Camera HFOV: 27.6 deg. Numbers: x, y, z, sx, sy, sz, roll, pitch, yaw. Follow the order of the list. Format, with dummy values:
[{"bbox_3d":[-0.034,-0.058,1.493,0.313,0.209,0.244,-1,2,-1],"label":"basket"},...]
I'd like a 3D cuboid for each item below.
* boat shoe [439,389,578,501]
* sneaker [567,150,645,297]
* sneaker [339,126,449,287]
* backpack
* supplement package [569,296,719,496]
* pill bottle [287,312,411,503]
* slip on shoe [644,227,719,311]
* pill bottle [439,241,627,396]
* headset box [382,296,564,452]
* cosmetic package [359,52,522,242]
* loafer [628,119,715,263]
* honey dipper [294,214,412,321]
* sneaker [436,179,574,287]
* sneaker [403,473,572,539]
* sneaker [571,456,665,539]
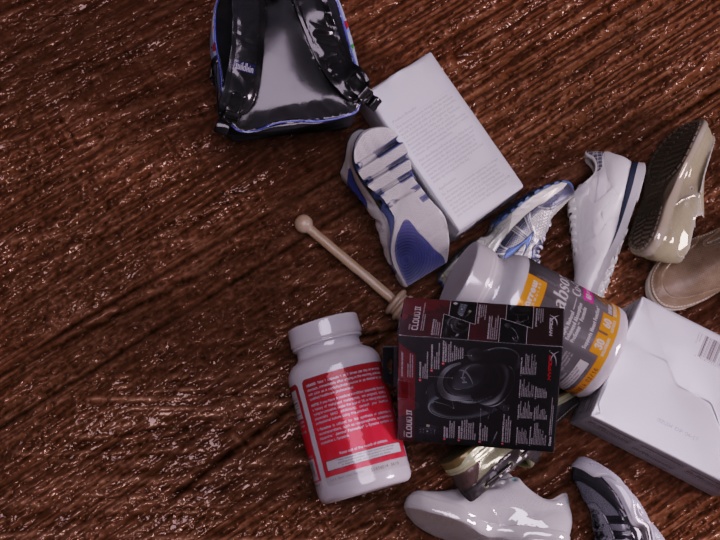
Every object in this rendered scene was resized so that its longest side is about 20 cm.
[{"bbox_3d":[0.180,0.200,1.702,0.200,0.072,0.067,-28,96,-31],"label":"boat shoe"},{"bbox_3d":[0.283,-0.049,1.776,0.080,0.077,0.202,18,71,7],"label":"sneaker"},{"bbox_3d":[0.035,-0.091,1.752,0.080,0.115,0.201,-27,112,-8],"label":"sneaker"},{"bbox_3d":[-0.093,-0.255,1.733,0.198,0.154,0.193,-8,88,-13],"label":"backpack"},{"bbox_3d":[0.374,0.149,1.719,0.199,0.111,0.157,26,78,-1],"label":"supplement package"},{"bbox_3d":[-0.019,0.156,1.680,0.111,0.112,0.202,-14,81,-8],"label":"pill bottle"},{"bbox_3d":[0.439,-0.014,1.782,0.198,0.061,0.077,-22,82,-9],"label":"slip on shoe"},{"bbox_3d":[0.197,0.054,1.681,0.199,0.116,0.117,27,78,-10],"label":"pill bottle"},{"bbox_3d":[0.122,0.115,1.619,0.198,0.077,0.150,4,123,8],"label":"headset box"},{"bbox_3d":[0.096,-0.148,1.770,0.101,0.071,0.201,-33,84,-10],"label":"cosmetic package"},{"bbox_3d":[0.387,-0.092,1.789,0.068,0.075,0.201,35,70,-24],"label":"loafer"},{"bbox_3d":[0.000,0.000,1.751,0.200,0.038,0.038,42,78,5],"label":"honey dipper"},{"bbox_3d":[0.188,-0.028,1.763,0.200,0.077,0.085,-41,93,-3],"label":"sneaker"},{"bbox_3d":[0.149,0.272,1.704,0.198,0.075,0.089,14,63,-6],"label":"sneaker"},{"bbox_3d":[0.285,0.321,1.695,0.113,0.075,0.201,-35,87,-13],"label":"sneaker"}]
